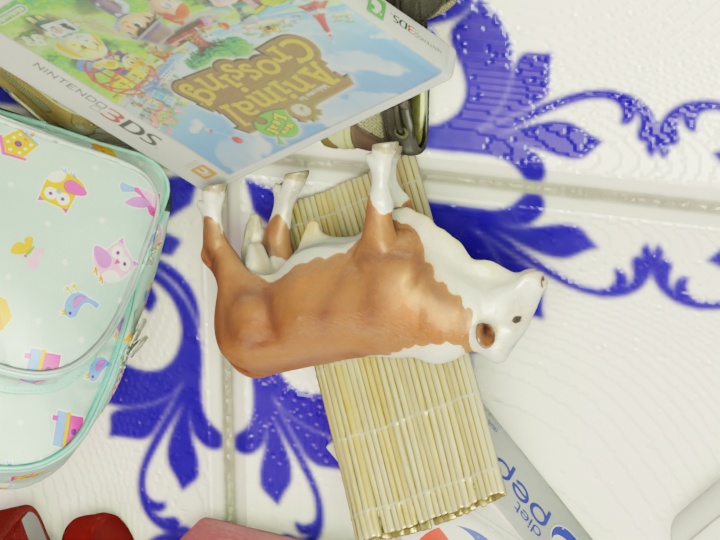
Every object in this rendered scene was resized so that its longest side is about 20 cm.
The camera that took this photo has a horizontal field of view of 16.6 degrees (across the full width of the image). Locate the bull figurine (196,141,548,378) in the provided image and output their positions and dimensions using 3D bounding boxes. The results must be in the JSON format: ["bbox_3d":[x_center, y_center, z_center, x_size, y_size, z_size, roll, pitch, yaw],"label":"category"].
[{"bbox_3d":[0.000,0.000,1.304,0.199,0.065,0.122,-11,88,30],"label":"bull figurine"}]

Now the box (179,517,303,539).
[{"bbox_3d":[-0.029,0.237,1.406,0.199,0.109,0.129,9,126,34],"label":"box"}]

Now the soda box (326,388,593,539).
[{"bbox_3d":[0.072,0.146,1.393,0.063,0.068,0.200,-35,99,28],"label":"soda box"}]

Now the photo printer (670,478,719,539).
[{"bbox_3d":[0.290,0.136,1.314,0.166,0.069,0.200,45,119,-4],"label":"photo printer"}]

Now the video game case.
[{"bbox_3d":[-0.082,-0.115,1.246,0.182,0.022,0.199,31,145,-32],"label":"video game case"}]

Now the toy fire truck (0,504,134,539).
[{"bbox_3d":[-0.199,0.246,1.471,0.111,0.168,0.201,-10,109,22],"label":"toy fire truck"}]

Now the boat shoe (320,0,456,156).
[{"bbox_3d":[0.021,-0.151,1.287,0.064,0.073,0.201,13,125,8],"label":"boat shoe"}]

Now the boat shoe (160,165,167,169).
[{"bbox_3d":[-0.076,-0.135,1.327,0.074,0.062,0.201,32,120,2],"label":"boat shoe"}]

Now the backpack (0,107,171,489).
[{"bbox_3d":[-0.202,0.015,1.327,0.175,0.153,0.201,19,80,-14],"label":"backpack"}]

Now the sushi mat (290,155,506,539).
[{"bbox_3d":[0.014,0.043,1.341,0.095,0.012,0.201,-23,70,24],"label":"sushi mat"}]

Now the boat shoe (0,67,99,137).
[{"bbox_3d":[-0.216,-0.148,1.367,0.200,0.072,0.076,48,140,4],"label":"boat shoe"}]
